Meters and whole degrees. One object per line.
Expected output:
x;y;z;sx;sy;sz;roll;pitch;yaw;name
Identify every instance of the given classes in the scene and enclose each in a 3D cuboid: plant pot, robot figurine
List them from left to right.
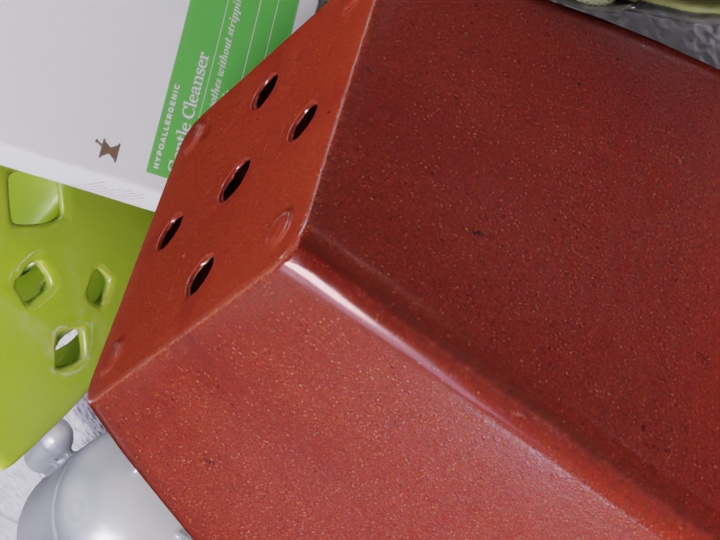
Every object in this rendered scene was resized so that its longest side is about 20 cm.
-0.184;-0.055;0.864;0.198;0.181;0.201;22;147;59;plant pot
-0.161;0.170;1.200;0.170;0.113;0.200;46;150;-6;robot figurine
0.023;0.014;0.632;0.175;0.201;0.200;33;139;-20;plant pot

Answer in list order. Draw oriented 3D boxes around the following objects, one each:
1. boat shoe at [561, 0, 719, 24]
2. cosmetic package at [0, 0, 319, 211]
0.083;-0.122;0.607;0.199;0.066;0.072;15;139;38;boat shoe
-0.128;-0.094;0.712;0.198;0.109;0.085;15;176;-28;cosmetic package
